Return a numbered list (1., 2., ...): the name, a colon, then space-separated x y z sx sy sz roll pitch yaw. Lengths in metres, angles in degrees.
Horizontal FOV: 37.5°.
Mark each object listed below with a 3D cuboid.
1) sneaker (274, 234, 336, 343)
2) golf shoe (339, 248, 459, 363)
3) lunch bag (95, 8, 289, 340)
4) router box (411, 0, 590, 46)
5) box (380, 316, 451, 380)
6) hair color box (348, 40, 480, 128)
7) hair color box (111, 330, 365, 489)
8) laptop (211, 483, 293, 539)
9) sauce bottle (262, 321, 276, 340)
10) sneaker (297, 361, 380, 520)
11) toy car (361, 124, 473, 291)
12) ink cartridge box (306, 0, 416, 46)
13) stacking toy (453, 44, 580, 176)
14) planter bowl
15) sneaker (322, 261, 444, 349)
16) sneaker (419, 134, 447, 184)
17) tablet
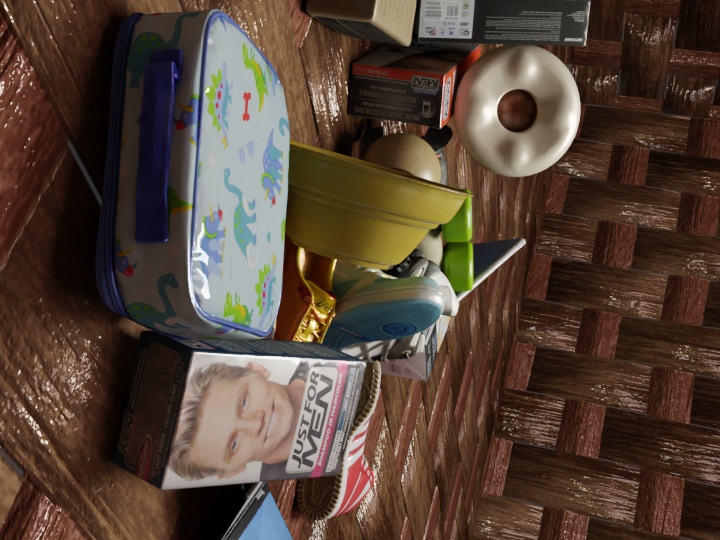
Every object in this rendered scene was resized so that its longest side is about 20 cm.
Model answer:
1. sneaker: -0.063 0.049 0.959 0.073 0.076 0.204 25 67 -44
2. golf shoe: 0.017 0.072 1.110 0.200 0.094 0.078 -42 -163 19
3. lunch bag: -0.107 -0.059 0.696 0.161 0.081 0.204 32 59 -73
4. router box: 0.139 -0.295 1.208 0.158 0.196 0.053 -121 -148 -66
5. box: 0.057 0.046 1.366 0.201 0.115 0.061 -61 153 -49
6. hair color box: 0.068 -0.226 1.246 0.200 0.109 0.065 -52 149 -62
7. hair color box: -0.086 0.106 0.809 0.198 0.060 0.102 9 96 -52
8. laptop: -0.072 0.256 0.981 0.201 0.115 0.187 -58 177 27
9. sauce bottle: -0.100 0.033 0.865 0.066 0.065 0.204 -34 133 -70
10. sneaker: -0.014 0.197 1.266 0.112 0.070 0.203 38 70 -69
11. toy car: 0.045 -0.088 1.188 0.159 0.161 0.202 81 11 -50
12. ink cartridge box: 0.013 -0.336 1.044 0.165 0.074 0.204 -11 109 -76
13. stacking toy: 0.177 -0.192 1.276 0.200 0.143 0.149 -90 -173 -81
14. planter bowl: -0.009 -0.053 0.911 0.200 0.197 0.085 -10 117 -74
15. sneaker: 0.000 0.000 1.028 0.079 0.198 0.133 31 57 -42
16. sneaker: 0.044 -0.072 1.298 0.073 0.086 0.204 -11 119 -52
17. tablet: 0.094 0.019 1.242 0.199 0.129 0.014 -37 109 -35
